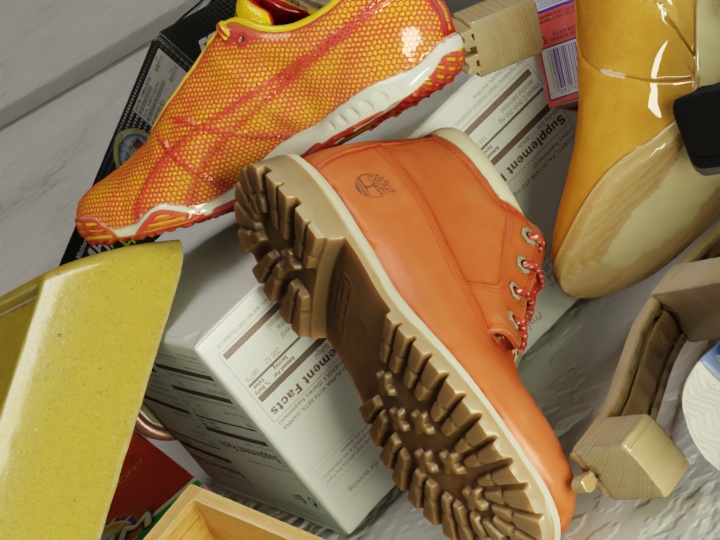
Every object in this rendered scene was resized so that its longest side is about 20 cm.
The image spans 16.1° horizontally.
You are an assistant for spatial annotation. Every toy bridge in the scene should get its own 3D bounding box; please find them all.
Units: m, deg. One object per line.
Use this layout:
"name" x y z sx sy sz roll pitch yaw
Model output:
"toy bridge" 0.138 0.011 0.960 0.200 0.027 0.067 -48 18 -25
"toy bridge" 0.001 -0.127 1.118 0.067 0.027 0.200 -24 33 -18

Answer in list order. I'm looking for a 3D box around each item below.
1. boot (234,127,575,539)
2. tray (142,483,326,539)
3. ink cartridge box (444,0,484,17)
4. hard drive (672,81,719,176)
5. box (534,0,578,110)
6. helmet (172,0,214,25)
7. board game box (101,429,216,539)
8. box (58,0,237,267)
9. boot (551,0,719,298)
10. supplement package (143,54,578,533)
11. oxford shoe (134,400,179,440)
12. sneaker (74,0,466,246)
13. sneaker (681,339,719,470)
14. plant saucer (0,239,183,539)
"boot" 0.043 0.021 0.985 0.107 0.200 0.075 -16 -33 -27
"tray" -0.082 0.176 0.948 0.098 0.037 0.200 18 56 35
"ink cartridge box" 0.082 -0.111 1.246 0.059 0.104 0.200 -49 21 -28
"hard drive" 0.222 -0.085 0.896 0.199 0.033 0.140 -22 3 -9
"box" 0.172 -0.138 1.053 0.200 0.103 0.095 -17 -10 34
"helmet" -0.009 -0.156 1.387 0.199 0.191 0.200 2 0 0
"board game box" -0.118 0.153 1.117 0.153 0.040 0.200 -43 19 -10
"box" -0.063 -0.062 1.236 0.160 0.044 0.200 -37 -17 -42
"boot" 0.106 -0.104 1.011 0.144 0.071 0.202 58 134 37
"supplement package" 0.000 0.000 1.135 0.200 0.111 0.156 -44 19 -16
"oxford shoe" -0.052 0.024 1.256 0.200 0.071 0.075 -38 5 -35
"sneaker" -0.045 -0.071 1.066 0.200 0.077 0.073 -31 -3 26
"sneaker" 0.196 -0.016 0.854 0.199 0.081 0.115 -31 23 29
"plant saucer" -0.165 0.087 1.102 0.200 0.048 0.201 -24 44 54
